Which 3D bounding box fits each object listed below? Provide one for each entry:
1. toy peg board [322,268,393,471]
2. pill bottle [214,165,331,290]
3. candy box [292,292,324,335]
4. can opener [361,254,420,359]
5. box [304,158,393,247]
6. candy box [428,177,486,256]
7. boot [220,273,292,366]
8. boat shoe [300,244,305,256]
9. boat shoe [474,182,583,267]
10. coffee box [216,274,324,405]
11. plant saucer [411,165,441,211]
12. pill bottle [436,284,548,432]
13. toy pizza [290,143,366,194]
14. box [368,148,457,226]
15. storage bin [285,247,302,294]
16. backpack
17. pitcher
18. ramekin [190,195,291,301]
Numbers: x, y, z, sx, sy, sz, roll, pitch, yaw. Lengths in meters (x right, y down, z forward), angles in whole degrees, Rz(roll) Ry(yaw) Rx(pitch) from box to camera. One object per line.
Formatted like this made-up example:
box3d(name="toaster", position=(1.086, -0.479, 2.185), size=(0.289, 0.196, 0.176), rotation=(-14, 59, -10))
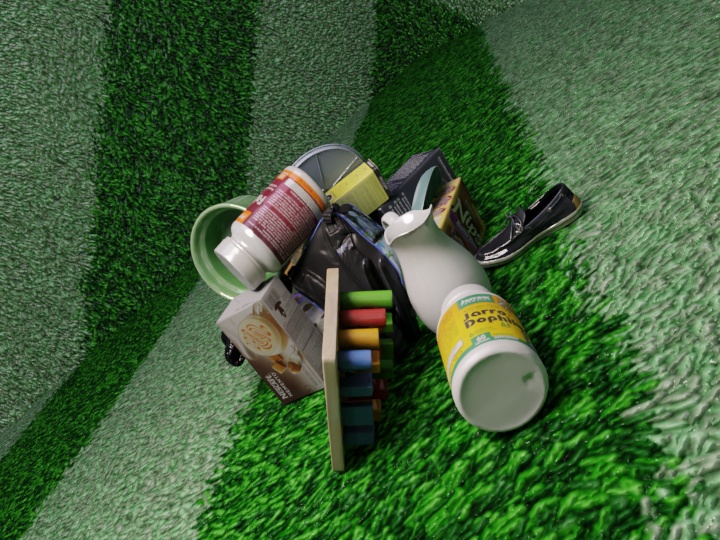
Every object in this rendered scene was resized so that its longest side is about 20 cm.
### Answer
box3d(name="toy peg board", position=(0.003, 0.134, 0.901), size=(0.095, 0.205, 0.201), rotation=(-3, 33, 1))
box3d(name="pill bottle", position=(-0.152, -0.072, 1.104), size=(0.201, 0.115, 0.114), rotation=(-48, 21, -15))
box3d(name="candy box", position=(-0.097, 0.102, 1.302), size=(0.197, 0.072, 0.169), rotation=(-22, 24, 41))
box3d(name="can opener", position=(0.051, 0.050, 0.982), size=(0.062, 0.203, 0.080), rotation=(-7, 43, 12))
box3d(name="box", position=(-0.037, -0.119, 1.220), size=(0.199, 0.076, 0.050), rotation=(-39, 37, -1))
box3d(name="candy box", position=(0.164, -0.065, 1.133), size=(0.055, 0.118, 0.202), rotation=(-19, 26, 30))
box3d(name="boot", position=(-0.198, 0.096, 1.270), size=(0.200, 0.077, 0.168), rotation=(-46, 17, -8))
box3d(name="boat shoe", position=(-0.028, -0.025, 1.326), size=(0.193, 0.074, 0.070), rotation=(2, 56, 5))
box3d(name="boat shoe", position=(0.270, -0.075, 1.056), size=(0.198, 0.063, 0.075), rotation=(-34, 21, 18))
box3d(name="coffee box", position=(-0.143, 0.126, 1.130), size=(0.113, 0.202, 0.080), rotation=(-24, 22, 29))
box3d(name="plant saucer", position=(0.120, -0.093, 1.187), size=(0.027, 0.205, 0.202), rotation=(8, 36, 15))
box3d(name="pill bottle", position=(0.154, 0.096, 0.794), size=(0.111, 0.114, 0.201), rotation=(-33, 19, 12))
box3d(name="toy pizza", position=(-0.072, -0.155, 1.233), size=(0.199, 0.201, 0.032), rotation=(-38, 48, -1))
box3d(name="box", position=(0.114, -0.128, 1.325), size=(0.200, 0.150, 0.106), rotation=(-45, 21, -22))
box3d(name="storage bin", position=(-0.186, 0.004, 1.607), size=(0.199, 0.094, 0.200), rotation=(-38, 16, 30))
box3d(name="backpack", position=(0.000, 0.000, 1.147), size=(0.185, 0.199, 0.147), rotation=(-55, -9, 27))
box3d(name="pitcher", position=(0.109, -0.001, 0.964), size=(0.120, 0.202, 0.171), rotation=(-37, 18, -4))
box3d(name="ramekin", position=(-0.225, -0.048, 1.253), size=(0.197, 0.203, 0.098), rotation=(-27, 12, 27))
